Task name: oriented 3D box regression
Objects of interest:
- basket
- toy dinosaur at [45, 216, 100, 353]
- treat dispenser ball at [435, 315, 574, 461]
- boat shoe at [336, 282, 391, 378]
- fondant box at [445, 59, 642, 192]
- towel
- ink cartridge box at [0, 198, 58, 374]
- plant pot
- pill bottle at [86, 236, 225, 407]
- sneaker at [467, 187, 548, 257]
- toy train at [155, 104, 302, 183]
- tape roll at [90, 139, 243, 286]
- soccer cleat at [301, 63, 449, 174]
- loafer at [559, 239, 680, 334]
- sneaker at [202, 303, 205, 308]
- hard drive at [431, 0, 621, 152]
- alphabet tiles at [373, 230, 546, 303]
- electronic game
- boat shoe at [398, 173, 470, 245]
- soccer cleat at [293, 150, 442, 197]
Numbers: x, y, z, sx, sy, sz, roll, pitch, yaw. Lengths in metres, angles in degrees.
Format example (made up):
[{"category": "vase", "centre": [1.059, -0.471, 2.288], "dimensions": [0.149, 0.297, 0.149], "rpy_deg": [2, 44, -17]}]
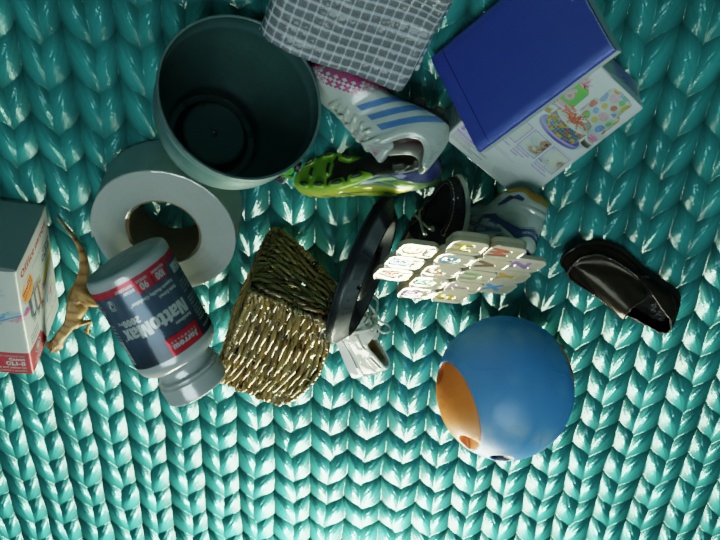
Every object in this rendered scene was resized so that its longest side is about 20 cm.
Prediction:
[{"category": "basket", "centre": [-0.104, 0.068, 1.515], "dimensions": [0.141, 0.150, 0.201], "rpy_deg": [21, 130, -8]}, {"category": "toy dinosaur", "centre": [-0.399, 0.031, 1.567], "dimensions": [0.105, 0.060, 0.204], "rpy_deg": [3, 105, -50]}, {"category": "treat dispenser ball", "centre": [0.205, 0.167, 1.541], "dimensions": [0.197, 0.203, 0.203], "rpy_deg": [3, 132, 3]}, {"category": "boat shoe", "centre": [0.002, 0.080, 1.572], "dimensions": [0.085, 0.075, 0.204], "rpy_deg": [-10, 131, 15]}, {"category": "fondant box", "centre": [0.219, -0.195, 1.321], "dimensions": [0.143, 0.059, 0.199], "rpy_deg": [36, 126, -24]}, {"category": "towel", "centre": [0.001, -0.305, 1.228], "dimensions": [0.197, 0.086, 0.167], "rpy_deg": [19, 131, -11]}, {"category": "ink cartridge box", "centre": [-0.517, 0.018, 1.521], "dimensions": [0.142, 0.147, 0.202], "rpy_deg": [6, 132, 0]}, {"category": "plant pot", "centre": [-0.161, -0.183, 1.300], "dimensions": [0.198, 0.203, 0.134], "rpy_deg": [25, 157, -16]}, {"category": "pill bottle", "centre": [-0.261, 0.071, 1.432], "dimensions": [0.118, 0.120, 0.202], "rpy_deg": [-21, 109, 22]}, {"category": "sneaker", "centre": [0.162, -0.038, 1.405], "dimensions": [0.074, 0.090, 0.199], "rpy_deg": [22, 157, -19]}, {"category": "toy train", "centre": [-0.170, -0.163, 1.401], "dimensions": [0.197, 0.042, 0.057], "rpy_deg": [23, 139, -14]}, {"category": "tape roll", "centre": [-0.260, -0.073, 1.466], "dimensions": [0.198, 0.071, 0.205], "rpy_deg": [3, 132, 3]}, {"category": "soccer cleat", "centre": [0.010, -0.183, 1.305], "dimensions": [0.197, 0.088, 0.070], "rpy_deg": [23, 165, 5]}, {"category": "loafer", "centre": [0.362, 0.024, 1.488], "dimensions": [0.197, 0.072, 0.073], "rpy_deg": [25, 129, -16]}, {"category": "sneaker", "centre": [-0.284, 0.065, 1.565], "dimensions": [0.113, 0.076, 0.201], "rpy_deg": [-1, 156, -1]}, {"category": "hard drive", "centre": [0.184, -0.246, 1.240], "dimensions": [0.199, 0.134, 0.025], "rpy_deg": [-35, 163, 33]}, {"category": "alphabet tiles", "centre": [0.122, 0.000, 1.352], "dimensions": [0.192, 0.015, 0.200], "rpy_deg": [8, 157, -18]}, {"category": "electronic game", "centre": [0.000, 0.000, 1.411], "dimensions": [0.041, 0.201, 0.202], "rpy_deg": [22, 132, 7]}, {"category": "boat shoe", "centre": [0.091, -0.052, 1.431], "dimensions": [0.059, 0.075, 0.201], "rpy_deg": [-4, 151, -19]}, {"category": "soccer cleat", "centre": [0.010, -0.116, 1.408], "dimensions": [0.196, 0.066, 0.084], "rpy_deg": [-8, 144, 16]}]
